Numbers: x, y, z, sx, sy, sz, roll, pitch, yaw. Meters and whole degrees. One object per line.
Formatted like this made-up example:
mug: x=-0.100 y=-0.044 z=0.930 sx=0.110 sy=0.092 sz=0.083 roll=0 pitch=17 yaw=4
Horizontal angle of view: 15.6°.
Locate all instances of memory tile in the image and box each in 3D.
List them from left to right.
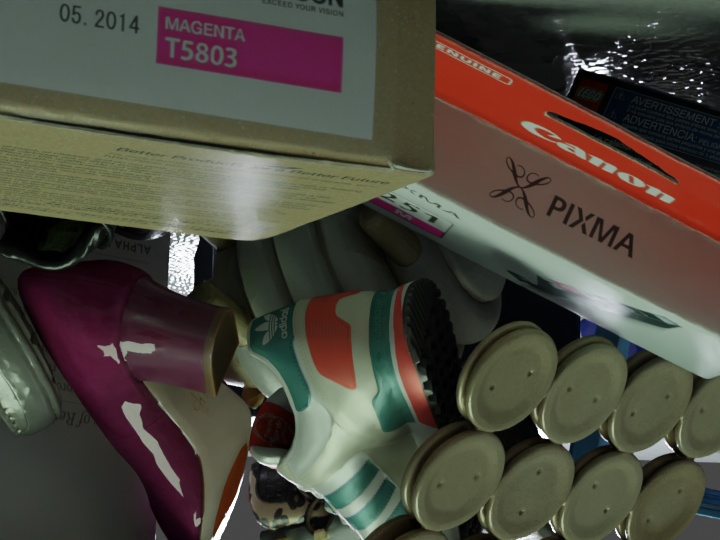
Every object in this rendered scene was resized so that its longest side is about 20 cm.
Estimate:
memory tile: x=0.088 y=0.098 z=1.174 sx=0.199 sy=0.154 sz=0.017 roll=11 pitch=-160 yaw=-47

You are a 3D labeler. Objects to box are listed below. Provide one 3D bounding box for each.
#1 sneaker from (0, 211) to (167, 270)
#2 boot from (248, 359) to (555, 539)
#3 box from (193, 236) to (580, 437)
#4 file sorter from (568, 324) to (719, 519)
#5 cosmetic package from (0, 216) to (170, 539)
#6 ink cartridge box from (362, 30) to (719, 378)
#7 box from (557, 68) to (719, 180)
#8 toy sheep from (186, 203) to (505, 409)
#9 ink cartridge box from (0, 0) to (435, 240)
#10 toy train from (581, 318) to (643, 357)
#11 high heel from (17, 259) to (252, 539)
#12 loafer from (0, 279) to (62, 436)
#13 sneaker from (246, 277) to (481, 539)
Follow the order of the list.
sneaker: x=-0.131 y=-0.038 z=1.136 sx=0.070 sy=0.083 sz=0.200 roll=-1 pitch=171 yaw=15
boot: x=0.017 y=0.105 z=1.324 sx=0.150 sy=0.074 sz=0.200 roll=-8 pitch=160 yaw=10
box: x=0.009 y=0.034 z=1.449 sx=0.195 sy=0.125 sz=0.200 roll=1 pitch=171 yaw=-6
file sorter: x=0.179 y=0.056 z=1.346 sx=0.122 sy=0.140 sz=0.200 roll=12 pitch=180 yaw=7
cosmetic package: x=-0.206 y=0.042 z=1.280 sx=0.164 sy=0.201 sz=0.164 roll=10 pitch=168 yaw=-42
ink cartridge box: x=0.084 y=-0.024 z=1.064 sx=0.199 sy=0.044 sz=0.174 roll=27 pitch=172 yaw=-2
box: x=0.173 y=-0.015 z=1.130 sx=0.136 sy=0.040 sz=0.200 roll=20 pitch=169 yaw=26
toy sheep: x=0.000 y=0.000 z=1.223 sx=0.199 sy=0.139 sz=0.138 roll=-21 pitch=163 yaw=22
ink cartridge box: x=-0.093 y=-0.067 z=0.972 sx=0.199 sy=0.076 sz=0.165 roll=8 pitch=168 yaw=-25
toy train: x=0.193 y=0.044 z=1.641 sx=0.115 sy=0.085 sz=0.200 roll=-10 pitch=173 yaw=-10
high heel: x=-0.104 y=0.065 z=1.218 sx=0.096 sy=0.068 sz=0.201 roll=16 pitch=140 yaw=11
loafer: x=-0.202 y=0.002 z=1.141 sx=0.200 sy=0.070 sz=0.070 roll=55 pitch=173 yaw=-26
sneaker: x=0.002 y=0.082 z=1.180 sx=0.093 sy=0.071 sz=0.200 roll=-2 pitch=136 yaw=11
